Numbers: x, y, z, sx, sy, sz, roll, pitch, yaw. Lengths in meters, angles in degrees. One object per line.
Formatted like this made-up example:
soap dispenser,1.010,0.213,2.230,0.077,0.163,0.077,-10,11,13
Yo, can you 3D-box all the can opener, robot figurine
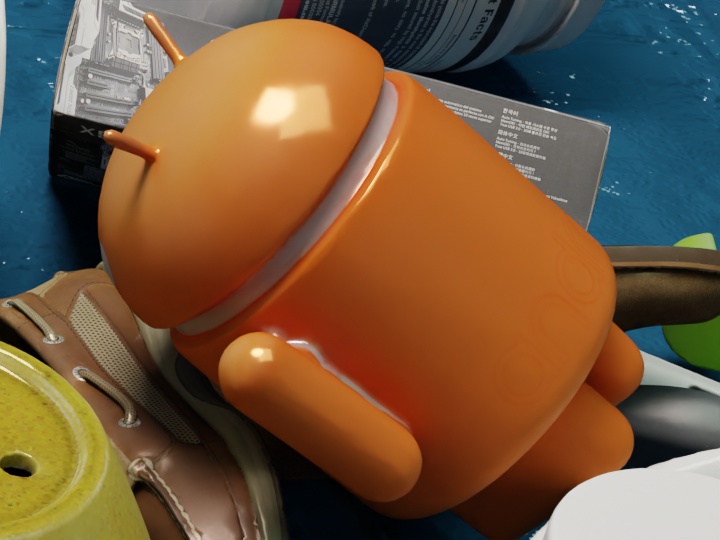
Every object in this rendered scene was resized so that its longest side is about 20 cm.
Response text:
can opener,0.066,0.033,1.066,0.200,0.067,0.053,23,65,12
robot figurine,0.000,-0.001,0.920,0.200,0.144,0.117,40,-18,-19

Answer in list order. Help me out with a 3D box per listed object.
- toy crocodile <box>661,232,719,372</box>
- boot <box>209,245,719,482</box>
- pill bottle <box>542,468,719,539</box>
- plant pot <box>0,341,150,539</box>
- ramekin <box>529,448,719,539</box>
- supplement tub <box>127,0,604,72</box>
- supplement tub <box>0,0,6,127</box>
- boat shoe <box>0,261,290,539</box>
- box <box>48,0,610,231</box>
toy crocodile,0.209,0.039,1.141,0.200,0.062,0.068,19,30,3
boot,0.039,0.031,1.020,0.200,0.076,0.074,-9,-9,-2
pill bottle,0.060,0.154,0.735,0.111,0.200,0.111,12,30,-7
plant pot,-0.133,0.098,0.790,0.200,0.142,0.200,12,31,-7
ramekin,0.148,0.132,0.866,0.200,0.098,0.200,-5,20,2
supplement tub,0.001,-0.157,1.286,0.200,0.140,0.140,-4,36,-32
supplement tub,-0.236,-0.069,1.017,0.200,0.145,0.145,4,32,-21
boat shoe,-0.078,0.069,0.948,0.074,0.076,0.200,-8,34,-19
box,-0.019,-0.046,1.100,0.200,0.050,0.158,14,-8,-4
